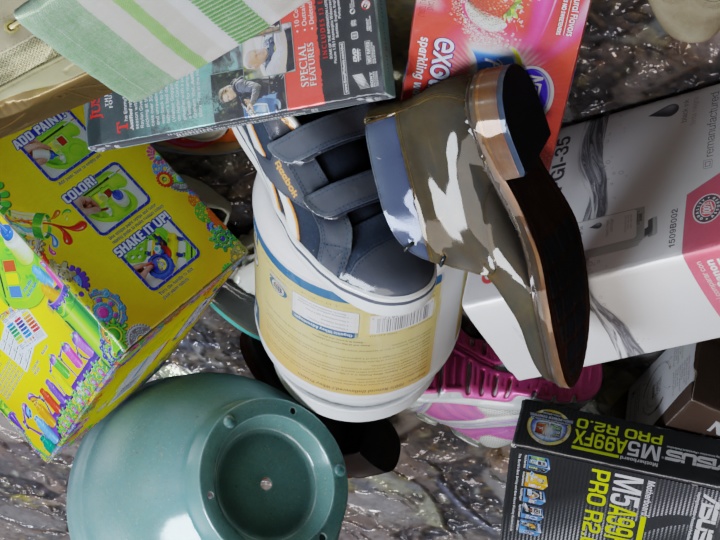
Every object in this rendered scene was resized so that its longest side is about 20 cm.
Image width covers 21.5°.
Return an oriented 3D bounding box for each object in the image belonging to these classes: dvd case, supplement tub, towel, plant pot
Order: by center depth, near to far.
[{"bbox_3d":[-0.071,-0.166,1.025,0.200,0.023,0.153,-29,161,9],"label":"towel"},{"bbox_3d":[-0.080,-0.157,1.128,0.199,0.147,0.022,-9,174,21],"label":"dvd case"},{"bbox_3d":[0.000,0.000,1.275,0.144,0.145,0.200,10,146,4],"label":"supplement tub"},{"bbox_3d":[-0.091,0.160,1.347,0.200,0.201,0.134,31,151,-20],"label":"plant pot"}]

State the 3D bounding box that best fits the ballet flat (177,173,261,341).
[{"bbox_3d":[-0.103,-0.015,1.360,0.200,0.068,0.068,35,128,-25],"label":"ballet flat"}]

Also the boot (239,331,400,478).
[{"bbox_3d":[-0.094,0.110,1.530,0.200,0.069,0.188,-9,144,37],"label":"boot"}]

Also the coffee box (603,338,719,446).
[{"bbox_3d":[0.250,0.133,1.418,0.114,0.080,0.200,22,141,-9],"label":"coffee box"}]

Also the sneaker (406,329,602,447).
[{"bbox_3d":[0.077,0.092,1.421,0.199,0.082,0.088,9,140,7],"label":"sneaker"}]

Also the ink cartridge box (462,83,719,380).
[{"bbox_3d":[0.174,-0.025,1.196,0.199,0.147,0.083,-14,134,30],"label":"ink cartridge box"}]

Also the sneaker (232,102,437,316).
[{"bbox_3d":[-0.019,-0.065,1.148,0.078,0.200,0.080,-24,152,-25],"label":"sneaker"}]

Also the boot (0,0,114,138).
[{"bbox_3d":[-0.236,-0.160,1.137,0.199,0.156,0.073,-19,172,13],"label":"boot"}]

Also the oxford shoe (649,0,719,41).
[{"bbox_3d":[0.177,-0.192,1.039,0.070,0.075,0.200,2,140,14],"label":"oxford shoe"}]

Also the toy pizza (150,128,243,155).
[{"bbox_3d":[-0.129,-0.140,1.241,0.199,0.032,0.201,8,141,7],"label":"toy pizza"}]

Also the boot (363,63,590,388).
[{"bbox_3d":[0.071,-0.022,1.114,0.097,0.075,0.201,-5,111,28],"label":"boot"}]

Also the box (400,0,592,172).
[{"bbox_3d":[0.081,-0.142,1.124,0.099,0.096,0.200,11,141,2],"label":"box"}]

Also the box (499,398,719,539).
[{"bbox_3d":[0.186,0.185,1.404,0.160,0.044,0.200,12,141,9],"label":"box"}]

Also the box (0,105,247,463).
[{"bbox_3d":[-0.209,-0.007,1.279,0.193,0.122,0.200,47,146,3],"label":"box"}]

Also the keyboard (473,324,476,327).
[{"bbox_3d":[0.167,0.014,1.262,0.199,0.127,0.021,-14,123,31],"label":"keyboard"}]
